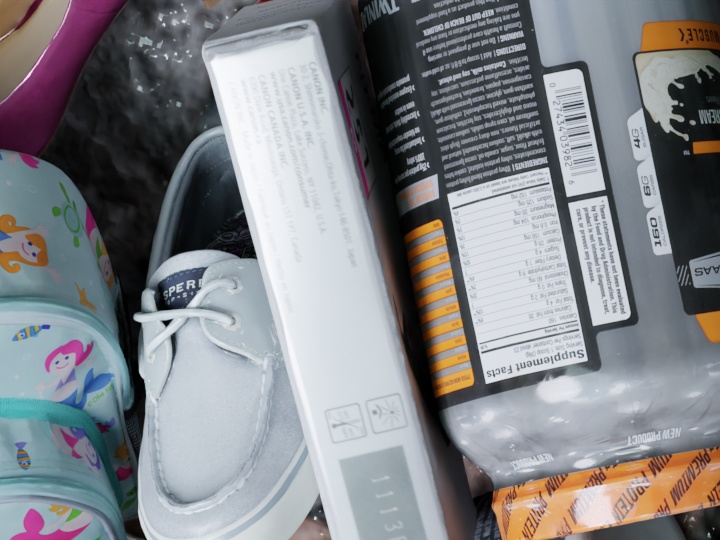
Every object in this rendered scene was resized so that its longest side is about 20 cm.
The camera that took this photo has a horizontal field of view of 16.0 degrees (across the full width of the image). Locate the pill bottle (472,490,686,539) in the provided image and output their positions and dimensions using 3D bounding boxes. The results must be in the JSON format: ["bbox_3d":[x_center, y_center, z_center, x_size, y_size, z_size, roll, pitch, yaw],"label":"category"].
[{"bbox_3d":[0.026,0.150,0.973,0.199,0.106,0.107,-25,96,29],"label":"pill bottle"}]

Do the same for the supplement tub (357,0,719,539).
[{"bbox_3d":[0.075,-0.015,0.862,0.122,0.122,0.201,-13,84,26],"label":"supplement tub"}]

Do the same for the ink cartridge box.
[{"bbox_3d":[0.000,0.000,0.906,0.043,0.174,0.201,-12,102,9],"label":"ink cartridge box"}]

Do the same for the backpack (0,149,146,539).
[{"bbox_3d":[-0.164,0.049,0.921,0.176,0.151,0.200,-12,147,-9],"label":"backpack"}]

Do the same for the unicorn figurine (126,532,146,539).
[{"bbox_3d":[-0.140,0.130,1.060,0.137,0.074,0.200,27,135,-11],"label":"unicorn figurine"}]

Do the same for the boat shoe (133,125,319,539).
[{"bbox_3d":[-0.053,0.022,0.911,0.070,0.201,0.072,-18,126,16],"label":"boat shoe"}]

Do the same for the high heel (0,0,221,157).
[{"bbox_3d":[-0.127,-0.101,0.931,0.200,0.096,0.067,-39,46,-2],"label":"high heel"}]
